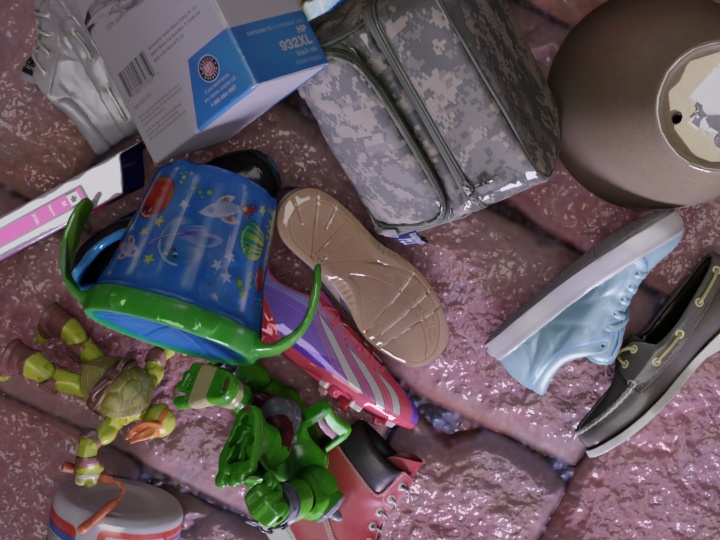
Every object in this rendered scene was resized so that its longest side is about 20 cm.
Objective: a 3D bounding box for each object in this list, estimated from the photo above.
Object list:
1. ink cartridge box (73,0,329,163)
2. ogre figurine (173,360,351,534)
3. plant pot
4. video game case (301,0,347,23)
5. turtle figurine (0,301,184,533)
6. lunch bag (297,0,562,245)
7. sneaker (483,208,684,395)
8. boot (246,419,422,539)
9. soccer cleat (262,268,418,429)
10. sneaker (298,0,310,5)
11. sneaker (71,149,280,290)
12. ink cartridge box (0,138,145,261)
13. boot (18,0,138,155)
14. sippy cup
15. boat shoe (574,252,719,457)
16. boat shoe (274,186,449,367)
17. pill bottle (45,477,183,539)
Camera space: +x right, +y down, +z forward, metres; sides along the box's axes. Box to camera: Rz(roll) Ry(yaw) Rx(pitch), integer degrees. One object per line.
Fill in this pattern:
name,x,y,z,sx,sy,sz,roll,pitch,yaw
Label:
ink cartridge box,-0.134,-0.204,0.945,0.145,0.084,0.200,-28,89,47
ogre figurine,-0.072,0.134,1.020,0.120,0.200,0.098,36,90,-43
plant pot,0.251,-0.129,0.972,0.187,0.200,0.188,0,98,0
video game case,-0.075,-0.290,1.027,0.181,0.045,0.200,-30,98,5
turtle figurine,-0.217,0.103,1.042,0.161,0.064,0.200,29,62,10
lunch bag,0.045,-0.133,0.992,0.168,0.139,0.200,-20,115,28
sneaker,0.200,0.030,1.047,0.082,0.074,0.200,48,119,-2
boot,0.012,0.236,1.091,0.144,0.072,0.200,-29,94,7
soccer cleat,-0.025,0.063,1.073,0.200,0.067,0.077,34,78,-8
sneaker,-0.017,-0.267,0.970,0.200,0.075,0.090,-25,104,2
sneaker,-0.153,-0.030,1.047,0.200,0.082,0.073,-33,95,4
ink cartridge box,-0.240,-0.055,1.036,0.200,0.095,0.037,-30,96,4
boot,-0.244,-0.190,1.026,0.096,0.074,0.200,-39,97,-1
sippy cup,-0.126,-0.009,0.963,0.178,0.140,0.130,25,75,-31
boat shoe,0.250,0.072,1.069,0.060,0.072,0.202,45,90,-4
boat shoe,0.000,0.000,1.060,0.072,0.065,0.200,-44,115,5
pill bottle,-0.222,0.287,1.080,0.112,0.112,0.200,12,99,-2
